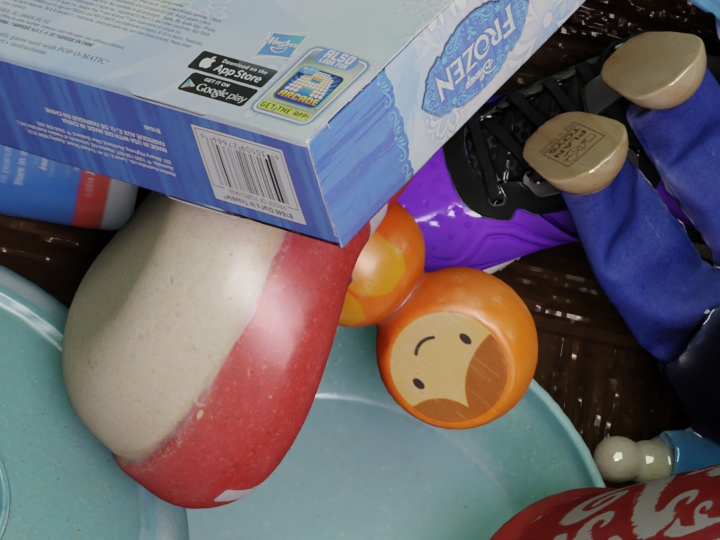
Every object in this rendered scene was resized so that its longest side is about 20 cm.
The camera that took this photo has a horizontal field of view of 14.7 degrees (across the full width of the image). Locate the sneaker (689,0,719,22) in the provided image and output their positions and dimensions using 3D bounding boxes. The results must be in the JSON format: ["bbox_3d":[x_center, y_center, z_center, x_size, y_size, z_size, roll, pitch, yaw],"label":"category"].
[{"bbox_3d":[0.161,-0.095,0.901,0.200,0.087,0.075,44,65,11],"label":"sneaker"}]

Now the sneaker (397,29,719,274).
[{"bbox_3d":[0.075,-0.047,0.981,0.200,0.100,0.070,-6,67,-15],"label":"sneaker"}]

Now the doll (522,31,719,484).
[{"bbox_3d":[0.127,0.021,0.942,0.136,0.048,0.200,-46,119,-15],"label":"doll"}]

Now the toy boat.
[{"bbox_3d":[0.000,0.000,0.877,0.131,0.131,0.200,41,53,-6],"label":"toy boat"}]

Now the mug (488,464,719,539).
[{"bbox_3d":[0.142,0.094,0.817,0.133,0.200,0.178,42,58,-14],"label":"mug"}]

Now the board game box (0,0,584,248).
[{"bbox_3d":[-0.028,-0.102,0.846,0.200,0.043,0.199,18,50,36],"label":"board game box"}]

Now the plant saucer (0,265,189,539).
[{"bbox_3d":[-0.142,0.071,0.857,0.200,0.027,0.201,13,57,-21],"label":"plant saucer"}]

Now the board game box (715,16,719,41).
[{"bbox_3d":[0.222,-0.077,0.971,0.158,0.039,0.200,-27,69,-32],"label":"board game box"}]

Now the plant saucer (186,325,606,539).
[{"bbox_3d":[-0.015,0.104,0.919,0.199,0.036,0.200,0,62,0],"label":"plant saucer"}]

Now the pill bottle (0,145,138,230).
[{"bbox_3d":[-0.168,-0.083,0.948,0.199,0.112,0.112,10,64,-6],"label":"pill bottle"}]
